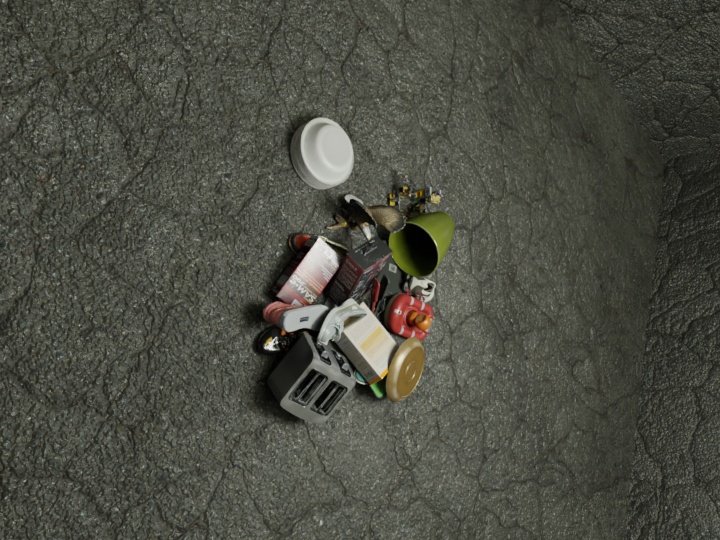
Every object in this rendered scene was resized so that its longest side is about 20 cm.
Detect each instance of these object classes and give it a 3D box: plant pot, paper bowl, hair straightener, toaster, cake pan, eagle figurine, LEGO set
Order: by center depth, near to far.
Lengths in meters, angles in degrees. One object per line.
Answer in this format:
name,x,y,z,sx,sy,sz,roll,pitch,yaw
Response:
toaster,-0.136,0.292,1.508,0.201,0.119,0.180,-50,127,4
paper bowl,-0.102,-0.351,1.686,0.198,0.103,0.206,6,81,-40
eagle figurine,0.021,-0.158,1.696,0.152,0.198,0.153,51,52,-19
plant pot,0.142,0.301,1.701,0.199,0.027,0.204,-29,127,-47
hair straightener,0.066,0.090,1.737,0.076,0.041,0.203,-19,138,-24
plant pot,0.220,-0.109,1.834,0.199,0.185,0.190,-38,108,-42
cake pan,0.092,-0.009,1.847,0.197,0.036,0.205,7,79,-40
LEGO set,0.197,-0.219,1.916,0.198,0.115,0.157,19,71,-37

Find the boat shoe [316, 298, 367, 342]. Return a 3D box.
boat shoe,-0.051,0.142,1.557,0.201,0.064,0.076,-33,150,-57

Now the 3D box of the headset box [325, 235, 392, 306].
headset box,0.000,0.000,1.646,0.075,0.201,0.148,43,44,14

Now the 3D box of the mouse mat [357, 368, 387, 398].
mouse mat,0.050,0.264,1.718,0.160,0.008,0.202,-30,82,-38

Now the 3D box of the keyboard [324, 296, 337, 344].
keyboard,-0.109,0.175,1.663,0.056,0.011,0.203,34,62,-27

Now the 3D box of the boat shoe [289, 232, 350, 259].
boat shoe,-0.115,-0.065,1.657,0.197,0.062,0.073,19,73,-36

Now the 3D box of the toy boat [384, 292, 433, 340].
toy boat,0.173,0.155,1.818,0.198,0.130,0.133,24,84,-36

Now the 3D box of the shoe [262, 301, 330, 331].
shoe,-0.167,0.116,1.515,0.198,0.090,0.073,0,106,-55

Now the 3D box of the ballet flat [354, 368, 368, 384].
ballet flat,0.049,0.300,1.743,0.198,0.069,0.071,-26,100,-38

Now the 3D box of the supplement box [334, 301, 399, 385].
supplement box,0.018,0.214,1.674,0.201,0.073,0.126,51,51,1

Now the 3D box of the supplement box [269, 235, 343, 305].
supplement box,-0.148,0.015,1.580,0.109,0.061,0.202,41,78,-28

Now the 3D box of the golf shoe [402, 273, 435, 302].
golf shoe,0.212,0.068,1.886,0.199,0.086,0.079,26,72,-59

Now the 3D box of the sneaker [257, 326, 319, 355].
sneaker,-0.182,0.179,1.542,0.198,0.089,0.072,-13,92,-42
